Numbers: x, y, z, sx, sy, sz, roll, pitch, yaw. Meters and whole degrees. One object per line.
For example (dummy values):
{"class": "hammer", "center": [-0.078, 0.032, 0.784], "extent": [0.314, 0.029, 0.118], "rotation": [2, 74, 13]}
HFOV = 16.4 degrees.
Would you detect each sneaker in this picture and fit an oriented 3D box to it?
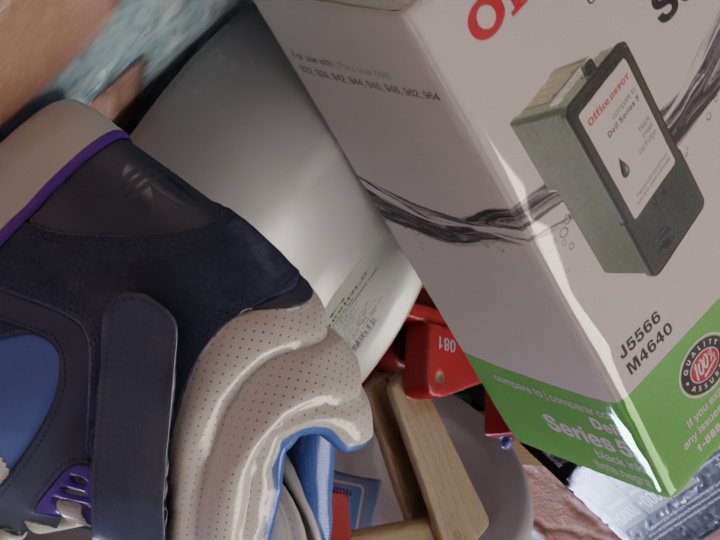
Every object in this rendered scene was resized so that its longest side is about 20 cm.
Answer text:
{"class": "sneaker", "center": [-0.083, 0.066, 0.711], "extent": [0.200, 0.146, 0.081], "rotation": [-51, 172, 26]}

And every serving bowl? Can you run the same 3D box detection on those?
{"class": "serving bowl", "center": [-0.025, 0.000, 0.841], "extent": [0.200, 0.066, 0.201], "rotation": [-49, 161, -23]}

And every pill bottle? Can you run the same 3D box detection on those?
{"class": "pill bottle", "center": [-0.008, 0.153, 1.225], "extent": [0.112, 0.112, 0.200], "rotation": [-39, 170, -47]}

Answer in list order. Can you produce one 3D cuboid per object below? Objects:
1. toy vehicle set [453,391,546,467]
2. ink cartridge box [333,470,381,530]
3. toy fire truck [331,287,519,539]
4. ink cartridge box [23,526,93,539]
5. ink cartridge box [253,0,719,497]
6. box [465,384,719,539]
{"class": "toy vehicle set", "center": [0.069, 0.034, 1.318], "extent": [0.200, 0.123, 0.027], "rotation": [-73, 166, -59]}
{"class": "ink cartridge box", "center": [-0.052, 0.183, 1.044], "extent": [0.136, 0.076, 0.202], "rotation": [130, -27, -78]}
{"class": "toy fire truck", "center": [0.024, 0.062, 0.989], "extent": [0.049, 0.142, 0.199], "rotation": [-8, 163, 44]}
{"class": "ink cartridge box", "center": [-0.099, 0.171, 0.831], "extent": [0.201, 0.145, 0.086], "rotation": [78, 32, -43]}
{"class": "ink cartridge box", "center": [0.077, -0.055, 0.780], "extent": [0.146, 0.201, 0.084], "rotation": [-45, -145, -19]}
{"class": "box", "center": [0.143, 0.017, 1.100], "extent": [0.086, 0.164, 0.200], "rotation": [-48, -178, -39]}
